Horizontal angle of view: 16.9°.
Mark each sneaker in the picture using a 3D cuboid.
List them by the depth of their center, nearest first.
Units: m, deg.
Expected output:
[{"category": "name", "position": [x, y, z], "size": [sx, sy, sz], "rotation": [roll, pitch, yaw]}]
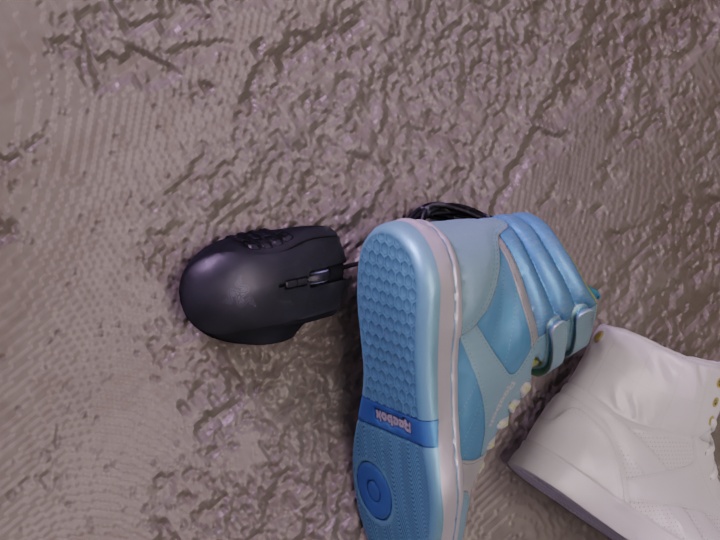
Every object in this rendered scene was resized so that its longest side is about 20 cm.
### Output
[{"category": "sneaker", "position": [0.067, 0.063, 1.241], "size": [0.131, 0.080, 0.200], "rotation": [-13, 116, -33]}, {"category": "sneaker", "position": [0.185, 0.109, 1.326], "size": [0.200, 0.074, 0.116], "rotation": [36, 80, -27]}]

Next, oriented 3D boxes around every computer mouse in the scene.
[{"category": "computer mouse", "position": [0.000, 0.000, 1.229], "size": [0.200, 0.034, 0.059], "rotation": [-11, 100, -30]}]
